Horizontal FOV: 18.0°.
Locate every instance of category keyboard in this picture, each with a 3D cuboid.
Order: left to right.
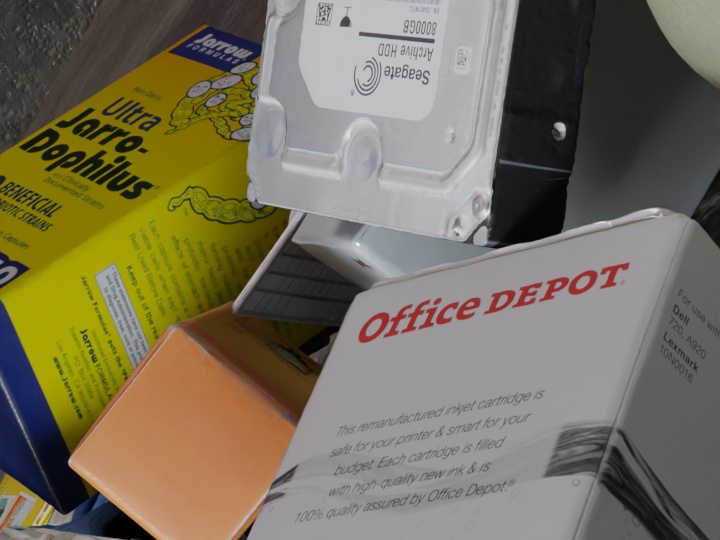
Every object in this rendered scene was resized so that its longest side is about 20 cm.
[{"bbox_3d":[0.000,0.000,0.965,0.056,0.011,0.200,-60,-19,7],"label":"keyboard"}]

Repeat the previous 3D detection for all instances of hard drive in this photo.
[{"bbox_3d":[0.023,-0.113,0.749,0.140,0.038,0.201,14,98,53],"label":"hard drive"}]

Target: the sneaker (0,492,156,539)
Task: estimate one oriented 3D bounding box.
[{"bbox_3d":[-0.103,0.135,1.063,0.089,0.079,0.200,-10,7,18],"label":"sneaker"}]

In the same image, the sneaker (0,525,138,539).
[{"bbox_3d":[-0.111,0.132,0.873,0.200,0.087,0.075,-24,31,54],"label":"sneaker"}]

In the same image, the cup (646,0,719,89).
[{"bbox_3d":[0.150,-0.126,0.665,0.143,0.200,0.201,106,-175,-52],"label":"cup"}]

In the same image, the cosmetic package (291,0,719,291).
[{"bbox_3d":[0.077,-0.063,0.858,0.200,0.113,0.081,-56,18,-7],"label":"cosmetic package"}]

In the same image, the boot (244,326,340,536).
[{"bbox_3d":[-0.033,0.037,1.059,0.131,0.070,0.200,-28,45,-11],"label":"boot"}]

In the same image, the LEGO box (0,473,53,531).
[{"bbox_3d":[-0.177,0.184,1.205,0.200,0.077,0.149,-59,15,-11],"label":"LEGO box"}]

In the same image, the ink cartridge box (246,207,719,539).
[{"bbox_3d":[0.036,0.094,0.655,0.146,0.084,0.200,-14,41,45],"label":"ink cartridge box"}]

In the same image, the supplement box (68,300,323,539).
[{"bbox_3d":[-0.051,0.057,0.863,0.069,0.066,0.200,-52,-2,5],"label":"supplement box"}]

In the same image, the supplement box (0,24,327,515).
[{"bbox_3d":[-0.098,-0.006,1.003,0.200,0.110,0.109,-36,36,-25],"label":"supplement box"}]
